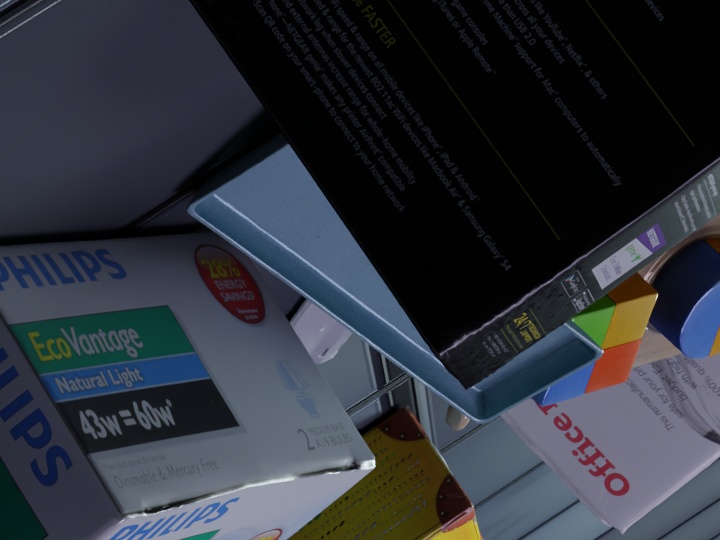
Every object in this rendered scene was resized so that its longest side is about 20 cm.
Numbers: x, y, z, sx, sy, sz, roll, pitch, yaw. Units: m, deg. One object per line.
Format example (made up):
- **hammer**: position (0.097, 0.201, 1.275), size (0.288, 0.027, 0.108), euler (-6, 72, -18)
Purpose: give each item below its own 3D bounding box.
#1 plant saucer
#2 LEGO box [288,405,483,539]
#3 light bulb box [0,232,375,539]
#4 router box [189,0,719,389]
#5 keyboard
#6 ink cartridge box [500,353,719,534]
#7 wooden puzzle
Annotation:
- **plant saucer**: position (0.017, 0.000, 1.201), size (0.070, 0.019, 0.200), euler (-31, 133, 25)
- **LEGO box**: position (-0.028, 0.181, 1.754), size (0.200, 0.077, 0.149), euler (-33, 165, -5)
- **light bulb box**: position (-0.136, 0.093, 1.161), size (0.200, 0.125, 0.198), euler (-40, 164, 25)
- **router box**: position (0.030, -0.091, 0.793), size (0.149, 0.200, 0.051), euler (-35, 163, 2)
- **keyboard**: position (0.000, 0.000, 1.391), size (0.056, 0.011, 0.200), euler (-17, 158, -34)
- **ink cartridge box**: position (0.161, 0.013, 1.472), size (0.200, 0.145, 0.084), euler (-40, -171, 20)
- **wooden puzzle**: position (0.138, -0.016, 1.303), size (0.200, 0.046, 0.185), euler (-18, 137, -38)
